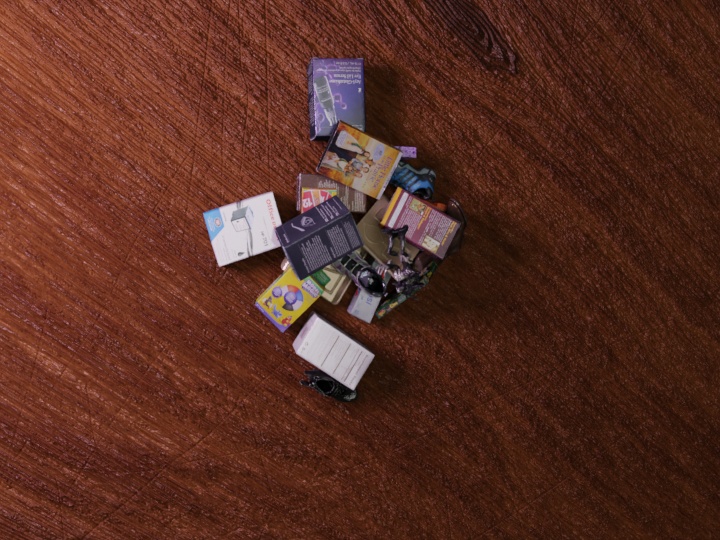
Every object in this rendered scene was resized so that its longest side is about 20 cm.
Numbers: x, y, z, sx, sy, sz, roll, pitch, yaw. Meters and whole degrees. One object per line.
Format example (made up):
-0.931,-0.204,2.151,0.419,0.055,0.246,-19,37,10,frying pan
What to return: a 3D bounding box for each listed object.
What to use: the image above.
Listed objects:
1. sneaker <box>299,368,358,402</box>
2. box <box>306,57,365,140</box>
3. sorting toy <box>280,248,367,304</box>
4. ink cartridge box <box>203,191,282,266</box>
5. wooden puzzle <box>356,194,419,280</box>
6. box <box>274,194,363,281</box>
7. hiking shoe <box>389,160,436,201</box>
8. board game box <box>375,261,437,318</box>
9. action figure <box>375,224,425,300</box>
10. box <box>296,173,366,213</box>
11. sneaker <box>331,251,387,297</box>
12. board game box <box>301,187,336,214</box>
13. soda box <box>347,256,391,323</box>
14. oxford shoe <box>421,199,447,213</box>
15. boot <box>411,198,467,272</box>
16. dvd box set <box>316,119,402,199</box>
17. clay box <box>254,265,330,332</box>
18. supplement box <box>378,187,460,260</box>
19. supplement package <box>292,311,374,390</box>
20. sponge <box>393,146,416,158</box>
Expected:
-0.085,0.332,1.748,0.196,0.104,0.061,28,88,-14,sneaker
-0.066,-0.462,1.677,0.143,0.104,0.208,-5,96,-13,box
-0.102,-0.034,1.752,0.197,0.036,0.188,33,87,-9,sorting toy
-0.311,-0.114,1.668,0.194,0.086,0.151,-19,99,-10,ink cartridge box
0.078,-0.091,1.738,0.185,0.046,0.201,43,52,-5,wooden puzzle
-0.110,-0.087,1.599,0.196,0.148,0.106,-28,118,-4,box
0.126,-0.256,1.753,0.193,0.074,0.090,7,73,-13,hiking shoe
0.127,0.055,1.721,0.024,0.105,0.199,45,124,-9,board game box
0.099,-0.008,1.600,0.100,0.117,0.207,-22,106,-37,action figure
-0.081,-0.213,1.720,0.193,0.075,0.104,2,95,-15,box
0.000,0.000,1.658,0.198,0.140,0.079,36,87,-10,sneaker
-0.116,-0.122,1.684,0.092,0.030,0.207,0,113,-12,board game box
0.034,0.042,1.772,0.067,0.063,0.205,24,89,-14,soda box
0.173,-0.163,1.771,0.194,0.071,0.075,7,92,-23,oxford shoe
0.216,-0.081,1.755,0.198,0.064,0.190,-35,132,-21,boot
-0.002,-0.292,1.646,0.195,0.030,0.149,21,113,-22,dvd box set
-0.185,0.060,1.701,0.115,0.048,0.200,43,104,-12,clay box
0.158,-0.124,1.674,0.196,0.086,0.113,29,89,-2,supplement box
-0.077,0.224,1.734,0.197,0.117,0.119,34,87,-14,supplement package
0.050,-0.331,1.719,0.193,0.111,0.031,1,97,-13,sponge
